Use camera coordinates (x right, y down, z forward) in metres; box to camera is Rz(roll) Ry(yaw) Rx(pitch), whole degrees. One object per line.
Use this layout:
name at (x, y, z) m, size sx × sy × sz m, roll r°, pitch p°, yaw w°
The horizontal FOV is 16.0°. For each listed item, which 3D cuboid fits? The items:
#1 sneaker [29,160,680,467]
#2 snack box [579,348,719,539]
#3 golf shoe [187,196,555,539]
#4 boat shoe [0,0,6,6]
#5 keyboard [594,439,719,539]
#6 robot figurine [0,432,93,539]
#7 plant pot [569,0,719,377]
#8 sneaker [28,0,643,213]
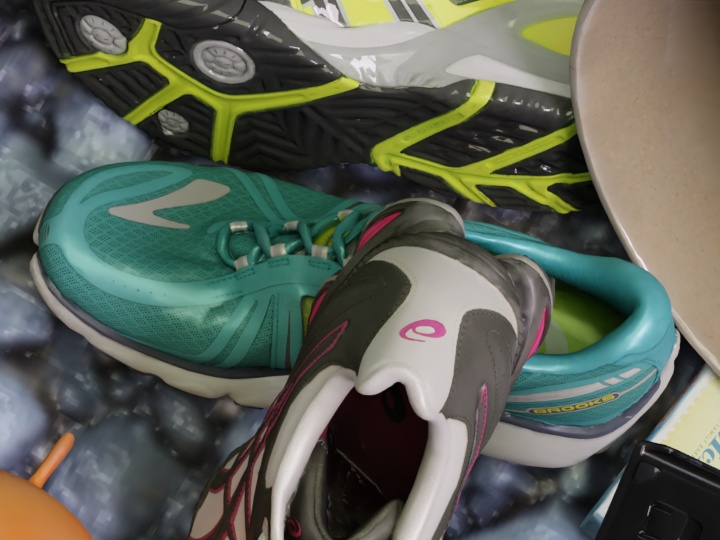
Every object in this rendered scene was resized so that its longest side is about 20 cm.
sneaker at (0.000, 0.000, 0.777) m, size 0.200 × 0.080 × 0.078 m, roll 11°, pitch 65°, yaw -2°
snack box at (0.175, 0.038, 0.806) m, size 0.116 × 0.037 × 0.200 m, roll 39°, pitch 79°, yaw 6°
golf shoe at (-0.013, 0.075, 0.723) m, size 0.077 × 0.088 × 0.200 m, roll 23°, pitch 120°, yaw 5°
boat shoe at (-0.101, -0.170, 0.804) m, size 0.063 × 0.074 × 0.202 m, roll 24°, pitch 63°, yaw -9°
keyboard at (0.051, 0.142, 0.693) m, size 0.127 × 0.021 × 0.200 m, roll 25°, pitch 96°, yaw 21°
robot figurine at (-0.130, 0.140, 0.730) m, size 0.144 × 0.117 × 0.200 m, roll 2°, pitch 79°, yaw 21°
plant pot at (0.196, -0.062, 0.731) m, size 0.200 × 0.187 × 0.187 m, roll -37°, pitch 83°, yaw -21°
sneaker at (-0.006, -0.076, 0.809) m, size 0.200 × 0.075 × 0.077 m, roll 15°, pitch 58°, yaw -3°
